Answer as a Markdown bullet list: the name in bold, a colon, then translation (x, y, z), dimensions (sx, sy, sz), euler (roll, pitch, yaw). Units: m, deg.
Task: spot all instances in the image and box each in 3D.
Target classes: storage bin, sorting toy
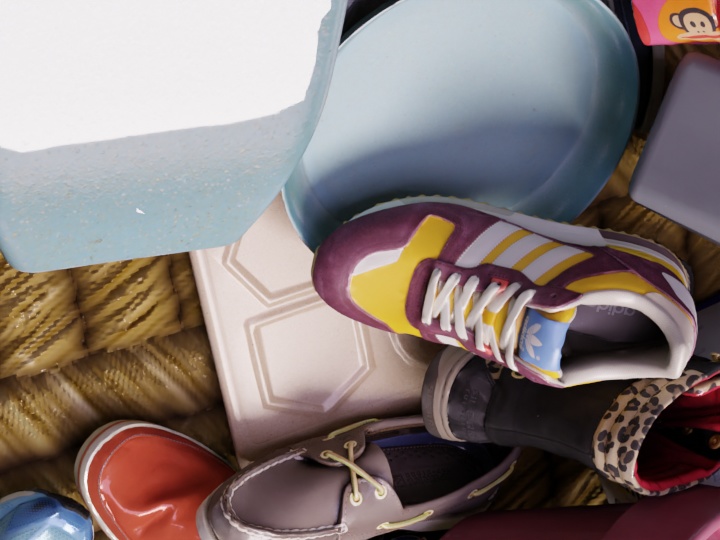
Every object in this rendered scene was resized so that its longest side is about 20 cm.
- **storage bin**: translation (0.212, -0.042, 1.572), dimensions (0.134, 0.200, 0.146), euler (22, 93, 6)
- **sorting toy**: translation (0.000, 0.000, 1.628), dimensions (0.185, 0.036, 0.200), euler (-18, 120, -14)

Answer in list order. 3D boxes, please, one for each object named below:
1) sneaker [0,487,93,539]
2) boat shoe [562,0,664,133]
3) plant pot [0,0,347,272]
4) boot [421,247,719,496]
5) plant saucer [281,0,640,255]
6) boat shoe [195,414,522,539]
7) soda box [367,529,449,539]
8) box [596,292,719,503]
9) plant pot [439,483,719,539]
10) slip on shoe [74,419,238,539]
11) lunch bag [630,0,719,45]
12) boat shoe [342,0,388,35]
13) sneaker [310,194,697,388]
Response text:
- **sneaker**: translation (-0.201, 0.210, 1.594), dimensions (0.078, 0.090, 0.200), euler (31, 96, -28)
- **boat shoe**: translation (0.125, -0.157, 1.586), dimensions (0.062, 0.075, 0.200), euler (-14, 129, -9)
- **plant pot**: translation (-0.125, -0.115, 1.417), dimensions (0.196, 0.196, 0.200), euler (-8, 122, -20)
- **boot**: translation (0.149, 0.053, 1.613), dimensions (0.200, 0.150, 0.073), euler (-24, 119, -38)
- **plant saucer**: translation (0.049, -0.077, 1.553), dimensions (0.200, 0.027, 0.200), euler (-13, 133, -15)
- **boat shoe**: translation (0.002, 0.115, 1.621), dimensions (0.200, 0.072, 0.060), euler (-8, 149, -37)
- **soda box**: translation (0.047, 0.244, 1.721), dimensions (0.071, 0.063, 0.200), euler (-22, 116, -13)
- **box**: translation (0.244, 0.117, 1.726), dimensions (0.184, 0.105, 0.200), euler (-29, 117, -10)
- **plant pot**: translation (0.130, 0.207, 1.607), dimensions (0.200, 0.179, 0.201), euler (-10, 104, -48)
- **slip on shoe**: translation (-0.071, 0.149, 1.627), dimensions (0.200, 0.061, 0.074), euler (42, 75, -20)
- **lunch bag**: translation (0.198, -0.215, 1.543), dimensions (0.200, 0.082, 0.177), euler (-33, 122, -56)
- **boat shoe**: translation (-0.028, -0.134, 1.544), dimensions (0.200, 0.067, 0.074), euler (-50, 154, -9)
- **sneaker**: translation (0.074, 0.014, 1.527), dimensions (0.199, 0.090, 0.075), euler (4, 116, -1)
